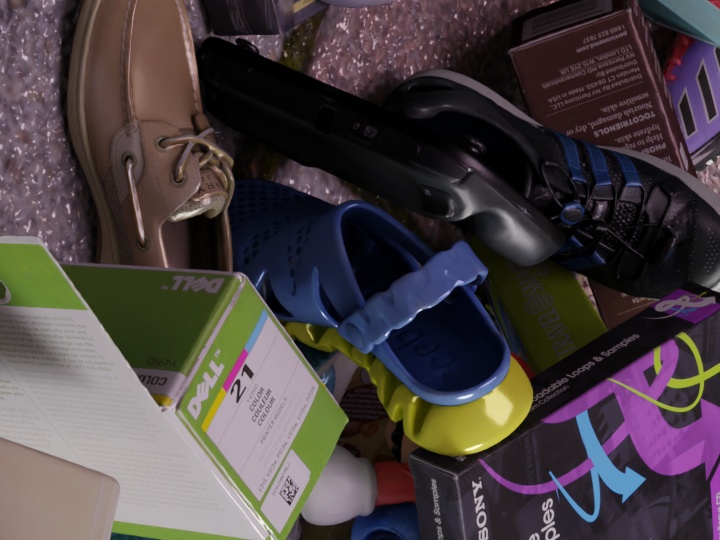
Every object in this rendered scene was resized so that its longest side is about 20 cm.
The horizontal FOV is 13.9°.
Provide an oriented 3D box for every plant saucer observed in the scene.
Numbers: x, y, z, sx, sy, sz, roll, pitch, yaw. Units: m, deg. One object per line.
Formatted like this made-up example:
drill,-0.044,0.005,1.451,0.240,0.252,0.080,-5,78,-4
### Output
plant saucer,0.138,-0.168,1.612,0.200,0.070,0.019,26,91,-50

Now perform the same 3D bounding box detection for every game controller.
game controller,0.007,-0.056,1.346,0.104,0.200,0.042,26,91,-44

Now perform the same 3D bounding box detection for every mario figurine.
mario figurine,0.018,0.116,1.402,0.200,0.106,0.124,-53,177,-28

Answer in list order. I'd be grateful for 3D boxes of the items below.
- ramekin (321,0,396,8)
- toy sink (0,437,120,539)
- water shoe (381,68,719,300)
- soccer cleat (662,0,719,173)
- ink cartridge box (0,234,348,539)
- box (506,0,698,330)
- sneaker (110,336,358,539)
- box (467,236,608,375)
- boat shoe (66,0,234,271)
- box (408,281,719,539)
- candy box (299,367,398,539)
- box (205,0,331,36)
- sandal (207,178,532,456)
ramekin,0.032,-0.223,1.364,0.200,0.097,0.202,-6,97,-51
toy sink,-0.210,0.098,1.131,0.200,0.130,0.113,25,74,-49
water shoe,0.097,-0.032,1.476,0.079,0.199,0.072,-51,164,-68
soccer cleat,0.200,-0.119,1.709,0.073,0.068,0.200,50,56,-13
ink cartridge box,-0.118,0.025,1.228,0.200,0.147,0.076,56,51,-38
box,0.143,-0.043,1.561,0.100,0.075,0.201,-73,145,-75
sneaker,-0.055,0.087,1.386,0.200,0.076,0.081,-56,143,-25
box,0.111,0.057,1.536,0.047,0.200,0.122,-23,121,-1
boat shoe,-0.085,-0.041,1.332,0.072,0.065,0.201,-12,103,-51
box,0.108,0.110,1.384,0.199,0.036,0.144,-28,123,-35
candy box,0.014,0.128,1.483,0.200,0.055,0.116,-55,131,-33
box,-0.014,-0.223,1.423,0.200,0.049,0.162,-37,119,-45
sandal,0.000,0.000,1.338,0.079,0.200,0.087,-36,136,-28
